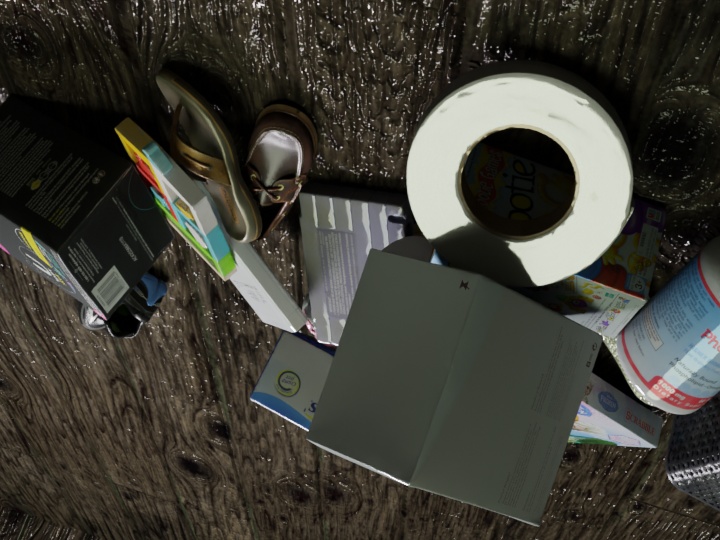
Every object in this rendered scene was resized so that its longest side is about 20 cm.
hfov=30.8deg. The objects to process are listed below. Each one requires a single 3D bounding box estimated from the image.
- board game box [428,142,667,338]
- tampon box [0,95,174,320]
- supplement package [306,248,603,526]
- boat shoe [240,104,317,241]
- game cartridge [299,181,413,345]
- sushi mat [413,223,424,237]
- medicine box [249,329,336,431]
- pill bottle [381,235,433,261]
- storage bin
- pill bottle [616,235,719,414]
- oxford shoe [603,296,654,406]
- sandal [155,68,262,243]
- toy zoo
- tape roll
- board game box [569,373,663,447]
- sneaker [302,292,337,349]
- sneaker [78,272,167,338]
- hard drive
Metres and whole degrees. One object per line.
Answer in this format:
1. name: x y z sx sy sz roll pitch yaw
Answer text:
1. board game box: 0.178 -0.029 1.262 0.198 0.104 0.105 19 155 0
2. tampon box: -0.335 -0.070 1.448 0.199 0.127 0.150 29 160 27
3. supplement package: 0.089 0.108 1.212 0.146 0.194 0.199 15 173 46
4. boat shoe: -0.091 -0.096 1.360 0.070 0.071 0.201 20 153 0
5. game cartridge: 0.000 0.000 1.437 0.128 0.038 0.202 12 127 25
6. sushi mat: 0.082 -0.025 1.440 0.095 0.012 0.199 37 149 -28
7. medicine box: -0.016 0.166 1.663 0.181 0.104 0.200 26 178 17
8. pill bottle: 0.085 0.062 1.375 0.110 0.112 0.201 -2 137 37
9. storage bin: 0.401 0.140 1.320 0.134 0.202 0.094 28 152 -18
10. pill bottle: 0.338 0.038 1.223 0.108 0.110 0.200 26 131 -14
11. oxford shoe: 0.302 0.062 1.415 0.075 0.058 0.201 4 136 42
12. sandal: -0.160 -0.108 1.320 0.080 0.054 0.202 20 137 53
13. toy zoo: -0.193 -0.079 1.357 0.131 0.020 0.201 44 166 24
14. tape roll: 0.140 -0.082 1.140 0.200 0.037 0.205 4 117 8
15. board game box: 0.240 0.166 1.627 0.198 0.042 0.199 -4 153 46
16. sneaker: 0.025 0.070 1.584 0.198 0.080 0.095 26 157 -21
17. sneaker: -0.341 0.054 1.804 0.070 0.084 0.198 35 151 -29
18. hard drive: -0.144 -0.021 1.463 0.201 0.027 0.132 53 166 -16
